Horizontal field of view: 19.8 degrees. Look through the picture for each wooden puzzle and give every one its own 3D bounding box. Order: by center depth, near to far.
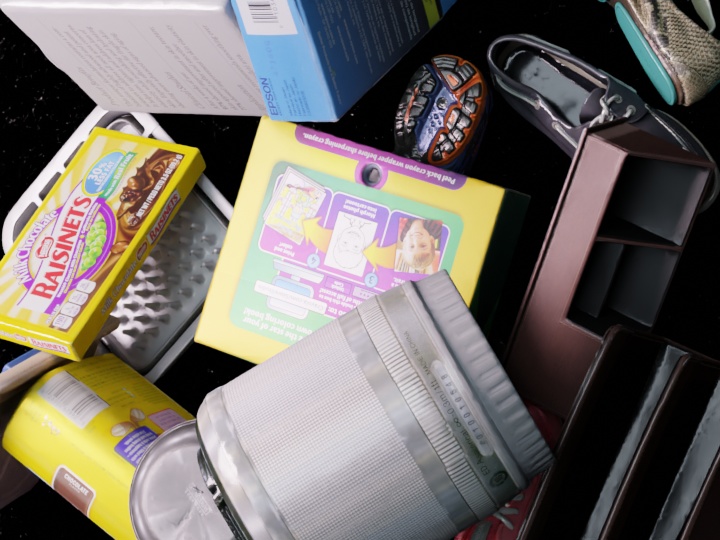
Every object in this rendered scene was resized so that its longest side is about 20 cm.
[{"bbox_3d":[-0.281,0.125,1.577,0.046,0.185,0.200,37,117,11],"label":"wooden puzzle"}]

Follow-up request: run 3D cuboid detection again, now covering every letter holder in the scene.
[{"bbox_3d":[0.189,0.149,1.395,0.100,0.142,0.201,24,94,26],"label":"letter holder"}]

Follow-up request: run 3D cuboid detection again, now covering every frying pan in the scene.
[{"bbox_3d":[-0.075,0.150,1.429,0.189,0.031,0.116,-17,79,13],"label":"frying pan"}]

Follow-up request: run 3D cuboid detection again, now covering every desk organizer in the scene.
[{"bbox_3d":[0.169,0.003,1.435,0.077,0.072,0.201,27,112,23],"label":"desk organizer"}]

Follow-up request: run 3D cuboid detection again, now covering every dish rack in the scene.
[{"bbox_3d":[-0.179,-0.020,1.650,0.172,0.043,0.200,-48,66,12],"label":"dish rack"}]

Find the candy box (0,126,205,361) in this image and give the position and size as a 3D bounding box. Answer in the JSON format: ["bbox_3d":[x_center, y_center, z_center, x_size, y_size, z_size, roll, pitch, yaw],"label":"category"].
[{"bbox_3d":[-0.208,-0.024,1.570,0.102,0.026,0.201,12,54,27],"label":"candy box"}]

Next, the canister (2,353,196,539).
[{"bbox_3d":[-0.152,0.154,1.537,0.200,0.148,0.087,37,107,14],"label":"canister"}]

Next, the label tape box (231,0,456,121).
[{"bbox_3d":[-0.011,-0.218,1.490,0.066,0.200,0.144,2,124,33],"label":"label tape box"}]

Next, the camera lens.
[{"bbox_3d":[0.005,0.111,1.332,0.199,0.160,0.161,-30,71,2],"label":"camera lens"}]

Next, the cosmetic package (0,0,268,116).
[{"bbox_3d":[-0.131,-0.227,1.564,0.199,0.167,0.167,5,68,26],"label":"cosmetic package"}]

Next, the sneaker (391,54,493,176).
[{"bbox_3d":[0.045,-0.063,1.530,0.075,0.078,0.201,38,106,20],"label":"sneaker"}]

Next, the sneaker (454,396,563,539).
[{"bbox_3d":[0.104,0.178,1.463,0.073,0.087,0.201,5,85,25],"label":"sneaker"}]

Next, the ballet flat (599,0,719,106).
[{"bbox_3d":[0.198,-0.208,1.488,0.075,0.068,0.200,-36,74,-6],"label":"ballet flat"}]

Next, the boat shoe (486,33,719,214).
[{"bbox_3d":[0.168,-0.106,1.482,0.200,0.063,0.073,39,98,23],"label":"boat shoe"}]

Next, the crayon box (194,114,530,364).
[{"bbox_3d":[0.000,0.000,1.470,0.199,0.058,0.174,19,94,24],"label":"crayon box"}]

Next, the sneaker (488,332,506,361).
[{"bbox_3d":[0.013,0.074,1.536,0.199,0.077,0.089,17,107,31],"label":"sneaker"}]
